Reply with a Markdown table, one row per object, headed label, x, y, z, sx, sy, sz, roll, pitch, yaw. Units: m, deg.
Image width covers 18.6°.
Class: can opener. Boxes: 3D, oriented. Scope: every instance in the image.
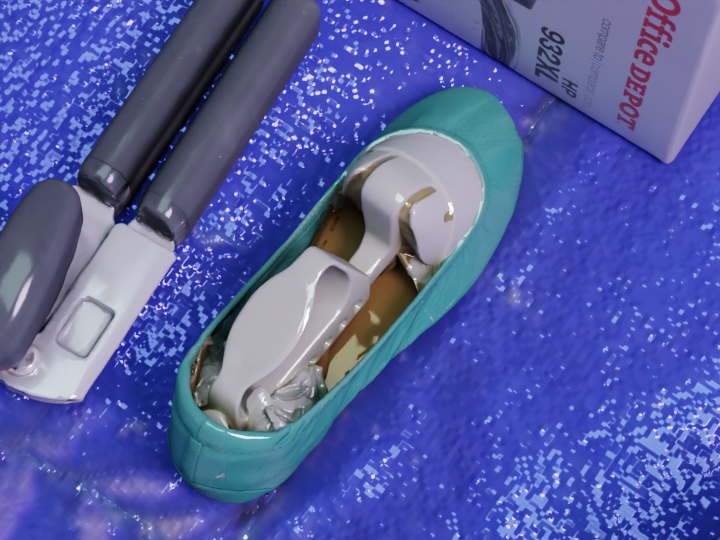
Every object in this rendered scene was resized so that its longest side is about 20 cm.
| label | x | y | z | sx | sy | sz | roll | pitch | yaw |
| --- | --- | --- | --- | --- | --- | --- | --- | --- | --- |
| can opener | -0.082 | -0.040 | 0.839 | 0.053 | 0.067 | 0.201 | 29 | 71 | 9 |

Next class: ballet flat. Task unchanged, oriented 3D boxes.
| label | x | y | z | sx | sy | sz | roll | pitch | yaw |
| --- | --- | --- | --- | --- | --- | --- | --- | --- | --- |
| ballet flat | 0.000 | 0.000 | 0.823 | 0.067 | 0.071 | 0.200 | 35 | 72 | 12 |

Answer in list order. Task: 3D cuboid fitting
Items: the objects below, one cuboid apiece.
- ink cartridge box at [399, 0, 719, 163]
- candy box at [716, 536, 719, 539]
| label | x | y | z | sx | sy | sz | roll | pitch | yaw |
| --- | --- | --- | --- | --- | --- | --- | --- | --- | --- |
| ink cartridge box | 0.064 | -0.148 | 0.841 | 0.199 | 0.145 | 0.084 | 32 | 72 | 11 |
| candy box | 0.147 | 0.180 | 0.714 | 0.169 | 0.077 | 0.200 | 46 | 59 | 6 |
